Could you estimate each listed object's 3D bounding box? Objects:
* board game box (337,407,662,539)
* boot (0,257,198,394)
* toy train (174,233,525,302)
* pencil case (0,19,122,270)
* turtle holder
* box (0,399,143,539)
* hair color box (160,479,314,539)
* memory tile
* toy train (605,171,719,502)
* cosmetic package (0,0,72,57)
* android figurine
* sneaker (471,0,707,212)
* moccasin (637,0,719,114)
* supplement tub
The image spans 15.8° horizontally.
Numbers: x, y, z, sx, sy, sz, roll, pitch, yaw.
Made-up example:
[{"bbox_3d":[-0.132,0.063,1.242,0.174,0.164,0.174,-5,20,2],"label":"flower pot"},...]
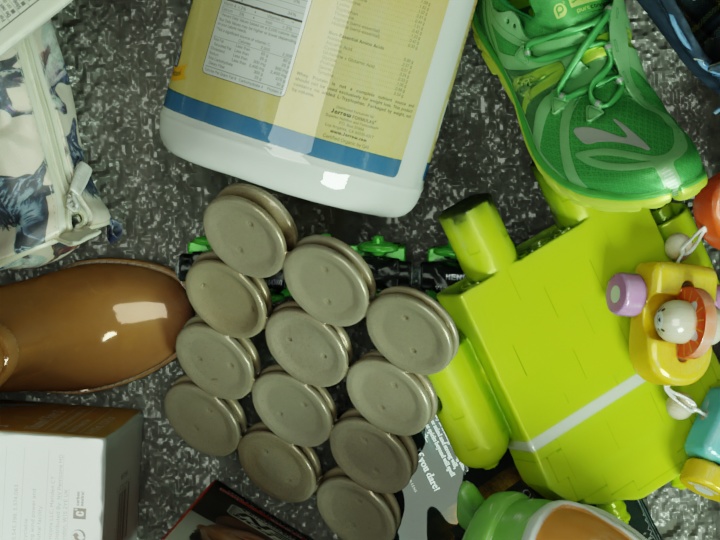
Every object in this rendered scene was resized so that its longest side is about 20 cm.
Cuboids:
[{"bbox_3d":[0.089,0.140,1.421,0.135,0.028,0.201,-26,92,5],"label":"board game box"},{"bbox_3d":[-0.188,0.042,1.370,0.199,0.155,0.074,-10,93,5],"label":"boot"},{"bbox_3d":[0.000,0.000,1.403,0.199,0.056,0.042,2,96,2],"label":"toy train"},{"bbox_3d":[-0.192,-0.101,1.396,0.089,0.078,0.201,-13,94,41],"label":"pencil case"},{"bbox_3d":[0.100,0.207,1.330,0.131,0.141,0.186,8,107,18],"label":"turtle holder"},{"bbox_3d":[-0.226,0.122,1.395,0.199,0.124,0.098,4,94,3],"label":"box"},{"bbox_3d":[-0.061,0.172,1.349,0.101,0.200,0.061,30,96,1],"label":"hair color box"},{"bbox_3d":[-0.029,0.053,1.361,0.153,0.017,0.200,29,138,12],"label":"memory tile"},{"bbox_3d":[0.213,0.032,1.362,0.150,0.056,0.201,-23,99,-25],"label":"toy train"},{"bbox_3d":[-0.174,-0.179,1.311,0.200,0.087,0.104,-38,100,-7],"label":"cosmetic package"},{"bbox_3d":[0.118,0.039,1.370,0.182,0.041,0.201,-32,104,-21],"label":"android figurine"},{"bbox_3d":[0.109,-0.106,1.327,0.074,0.084,0.200,-21,51,-15],"label":"sneaker"},{"bbox_3d":[0.190,-0.122,1.331,0.200,0.068,0.081,32,108,-34],"label":"moccasin"},{"bbox_3d":[-0.013,-0.141,1.350,0.144,0.145,0.201,17,95,3],"label":"supplement tub"}]
